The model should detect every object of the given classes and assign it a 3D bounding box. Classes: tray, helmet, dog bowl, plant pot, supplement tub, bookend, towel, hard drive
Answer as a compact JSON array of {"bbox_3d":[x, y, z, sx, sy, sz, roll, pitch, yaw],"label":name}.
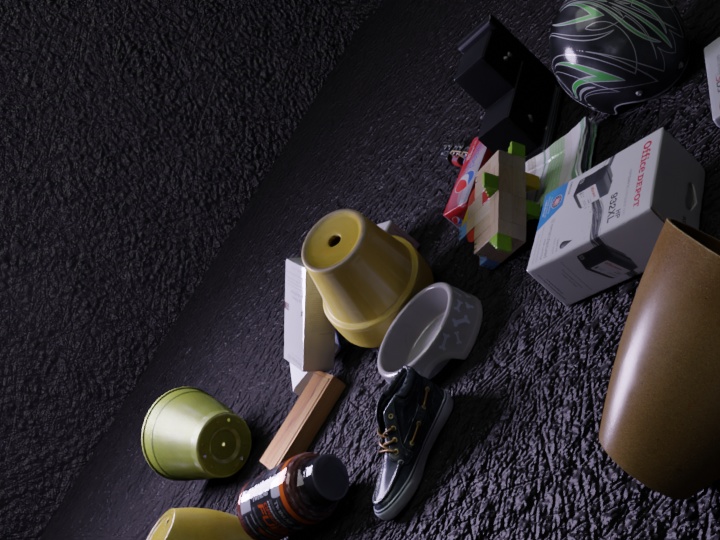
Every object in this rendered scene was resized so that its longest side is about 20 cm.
[{"bbox_3d":[-0.108,0.283,1.576,0.201,0.037,0.098,-57,18,-12],"label":"tray"},{"bbox_3d":[0.383,-0.340,1.273,0.201,0.199,0.191,-54,1,-5],"label":"helmet"},{"bbox_3d":[0.103,0.106,1.336,0.200,0.058,0.201,-46,20,22],"label":"dog bowl"},{"bbox_3d":[0.295,0.087,0.737,0.202,0.184,0.187,-62,15,17],"label":"plant pot"},{"bbox_3d":[-0.102,0.349,1.325,0.199,0.106,0.108,-37,23,42],"label":"supplement tub"},{"bbox_3d":[0.249,-0.306,1.495,0.092,0.199,0.200,-33,25,45],"label":"bookend"},{"bbox_3d":[0.293,-0.150,1.373,0.199,0.031,0.150,-35,25,45],"label":"towel"},{"bbox_3d":[-0.329,0.355,1.786,0.192,0.200,0.202,-2,52,52],"label":"plant pot"},{"bbox_3d":[-0.100,0.164,1.786,0.132,0.025,0.200,-51,18,10],"label":"hard drive"},{"bbox_3d":[0.000,0.000,1.472,0.198,0.189,0.203,-21,45,22],"label":"plant pot"},{"bbox_3d":[-0.296,0.495,1.483,0.200,0.141,0.201,-46,19,20],"label":"plant pot"}]

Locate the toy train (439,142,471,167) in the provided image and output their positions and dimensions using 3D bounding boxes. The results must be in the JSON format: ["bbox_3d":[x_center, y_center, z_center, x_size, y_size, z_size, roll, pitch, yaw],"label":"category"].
[{"bbox_3d":[0.205,-0.234,1.740,0.046,0.034,0.200,-57,18,0],"label":"toy train"}]

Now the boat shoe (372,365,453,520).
[{"bbox_3d":[0.048,0.235,1.180,0.071,0.090,0.202,-18,39,60],"label":"boat shoe"}]

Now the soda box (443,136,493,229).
[{"bbox_3d":[0.218,-0.165,1.534,0.070,0.063,0.202,-30,30,50],"label":"soda box"}]

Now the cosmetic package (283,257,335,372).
[{"bbox_3d":[-0.097,0.083,1.627,0.101,0.073,0.204,21,110,61],"label":"cosmetic package"}]

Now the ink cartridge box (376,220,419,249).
[{"bbox_3d":[0.011,0.014,1.689,0.202,0.082,0.146,-60,20,-18],"label":"ink cartridge box"}]

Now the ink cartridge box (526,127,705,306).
[{"bbox_3d":[0.317,-0.064,1.067,0.199,0.083,0.146,-32,27,48],"label":"ink cartridge box"}]

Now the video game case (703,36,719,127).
[{"bbox_3d":[0.524,-0.290,1.065,0.199,0.022,0.184,-38,24,40],"label":"video game case"}]

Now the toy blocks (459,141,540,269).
[{"bbox_3d":[0.207,-0.087,1.356,0.137,0.098,0.203,131,149,-56],"label":"toy blocks"}]
